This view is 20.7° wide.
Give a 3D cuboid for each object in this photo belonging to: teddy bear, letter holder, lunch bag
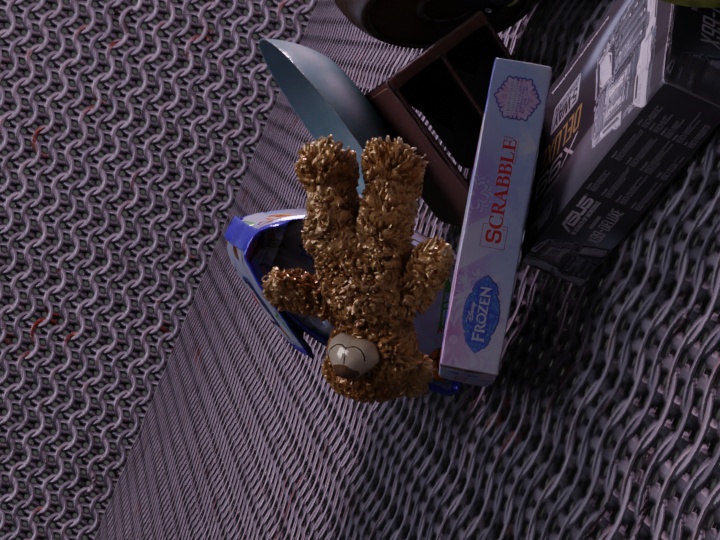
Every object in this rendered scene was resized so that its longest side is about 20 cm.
[{"bbox_3d":[0.000,0.000,1.425,0.067,0.144,0.202,-45,-31,-76],"label":"teddy bear"},{"bbox_3d":[0.086,-0.122,1.676,0.100,0.143,0.200,-36,4,-7],"label":"letter holder"},{"bbox_3d":[-0.011,0.013,1.557,0.170,0.198,0.125,-154,87,-79],"label":"lunch bag"}]

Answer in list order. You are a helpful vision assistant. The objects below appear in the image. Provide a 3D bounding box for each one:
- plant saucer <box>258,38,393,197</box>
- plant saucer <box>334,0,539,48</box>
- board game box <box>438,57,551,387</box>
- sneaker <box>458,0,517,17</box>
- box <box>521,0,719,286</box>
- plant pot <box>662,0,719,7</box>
[{"bbox_3d":[-0.014,-0.132,1.724,0.039,0.202,0.201,-38,8,-6],"label":"plant saucer"},{"bbox_3d":[0.075,-0.243,1.723,0.200,0.198,0.032,131,135,-60],"label":"plant saucer"},{"bbox_3d":[0.089,-0.026,1.343,0.200,0.041,0.202,71,-151,-83],"label":"board game box"},{"bbox_3d":[0.123,-0.247,1.594,0.072,0.198,0.083,-52,-39,-42],"label":"sneaker"},{"bbox_3d":[0.175,-0.109,1.274,0.200,0.049,0.159,125,163,-51],"label":"box"},{"bbox_3d":[0.205,-0.269,1.141,0.202,0.199,0.193,-64,-1,19],"label":"plant pot"}]
